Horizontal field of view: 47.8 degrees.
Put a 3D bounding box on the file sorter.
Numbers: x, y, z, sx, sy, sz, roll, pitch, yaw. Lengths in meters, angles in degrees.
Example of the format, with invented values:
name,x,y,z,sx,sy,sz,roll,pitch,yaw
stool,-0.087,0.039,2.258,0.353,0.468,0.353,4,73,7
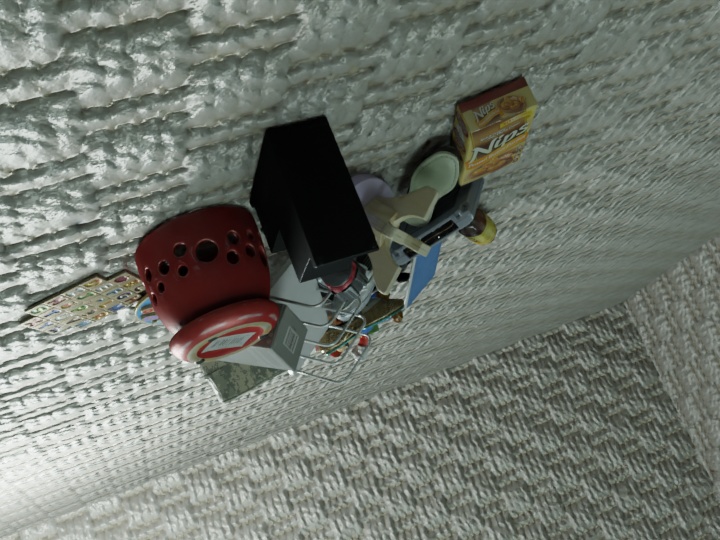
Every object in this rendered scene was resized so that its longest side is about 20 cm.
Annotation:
name,x,y,z,sx,sy,sz,roll,pitch,yaw
file sorter,-0.071,0.083,1.475,0.139,0.122,0.203,-54,142,-39

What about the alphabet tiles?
name,x,y,z,sx,sy,sz,roll,pitch,yaw
alphabet tiles,-0.446,0.054,1.331,0.197,0.006,0.166,-26,163,5

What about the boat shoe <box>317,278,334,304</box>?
name,x,y,z,sx,sy,sz,roll,pitch,yaw
boat shoe,-0.068,0.034,1.654,0.067,0.075,0.199,-31,162,13

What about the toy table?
name,x,y,z,sx,sy,sz,roll,pitch,yaw
toy table,0.038,-0.069,1.321,0.199,0.116,0.187,-7,123,-62

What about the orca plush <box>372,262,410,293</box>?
name,x,y,z,sx,sy,sz,roll,pitch,yaw
orca plush,0.075,-0.033,1.656,0.197,0.105,0.072,-26,128,-18

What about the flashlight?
name,x,y,z,sx,sy,sz,roll,pitch,yaw
flashlight,-0.073,-0.026,1.317,0.067,0.069,0.199,-35,127,21

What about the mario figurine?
name,x,y,z,sx,sy,sz,roll,pitch,yaw
mario figurine,-0.008,0.125,1.690,0.198,0.125,0.106,-33,174,25

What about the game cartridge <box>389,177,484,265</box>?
name,x,y,z,sx,sy,sz,roll,pitch,yaw
game cartridge,0.139,-0.097,1.470,0.199,0.042,0.134,-32,-160,39

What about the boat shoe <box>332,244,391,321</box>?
name,x,y,z,sx,sy,sz,roll,pitch,yaw
boat shoe,0.000,0.000,1.580,0.202,0.073,0.067,-58,148,-9

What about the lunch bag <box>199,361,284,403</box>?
name,x,y,z,sx,sy,sz,roll,pitch,yaw
lunch bag,-0.227,0.133,1.588,0.197,0.170,0.140,-27,-169,21

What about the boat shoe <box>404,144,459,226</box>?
name,x,y,z,sx,sy,sz,roll,pitch,yaw
boat shoe,0.118,-0.153,1.373,0.070,0.062,0.202,22,148,-5

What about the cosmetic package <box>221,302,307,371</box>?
name,x,y,z,sx,sy,sz,roll,pitch,yaw
cosmetic package,-0.203,0.106,1.384,0.196,0.092,0.107,8,156,24

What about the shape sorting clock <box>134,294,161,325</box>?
name,x,y,z,sx,sy,sz,roll,pitch,yaw
shape sorting clock,-0.307,0.054,1.458,0.196,0.040,0.200,-23,163,-7

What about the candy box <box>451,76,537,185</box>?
name,x,y,z,sx,sy,sz,roll,pitch,yaw
candy box,0.207,-0.217,1.298,0.113,0.056,0.200,-24,164,-5

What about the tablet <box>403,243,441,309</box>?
name,x,y,z,sx,sy,sz,roll,pitch,yaw
tablet,0.131,-0.026,1.634,0.130,0.013,0.203,-47,155,-39

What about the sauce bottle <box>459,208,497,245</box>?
name,x,y,z,sx,sy,sz,roll,pitch,yaw
sauce bottle,0.231,-0.098,1.680,0.065,0.067,0.199,-28,160,18

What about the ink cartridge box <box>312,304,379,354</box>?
name,x,y,z,sx,sy,sz,roll,pitch,yaw
ink cartridge box,-0.070,0.112,1.799,0.196,0.120,0.067,-18,176,-20

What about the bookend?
name,x,y,z,sx,sy,sz,roll,pitch,yaw
bookend,-0.072,-0.067,1.128,0.090,0.203,0.199,-15,161,-20

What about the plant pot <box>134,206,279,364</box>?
name,x,y,z,sx,sy,sz,roll,pitch,yaw
plant pot,-0.226,0.027,1.246,0.197,0.185,0.201,-22,162,-8

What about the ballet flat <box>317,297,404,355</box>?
name,x,y,z,sx,sy,sz,roll,pitch,yaw
ballet flat,-0.008,0.094,1.609,0.198,0.066,0.071,-32,-177,7
